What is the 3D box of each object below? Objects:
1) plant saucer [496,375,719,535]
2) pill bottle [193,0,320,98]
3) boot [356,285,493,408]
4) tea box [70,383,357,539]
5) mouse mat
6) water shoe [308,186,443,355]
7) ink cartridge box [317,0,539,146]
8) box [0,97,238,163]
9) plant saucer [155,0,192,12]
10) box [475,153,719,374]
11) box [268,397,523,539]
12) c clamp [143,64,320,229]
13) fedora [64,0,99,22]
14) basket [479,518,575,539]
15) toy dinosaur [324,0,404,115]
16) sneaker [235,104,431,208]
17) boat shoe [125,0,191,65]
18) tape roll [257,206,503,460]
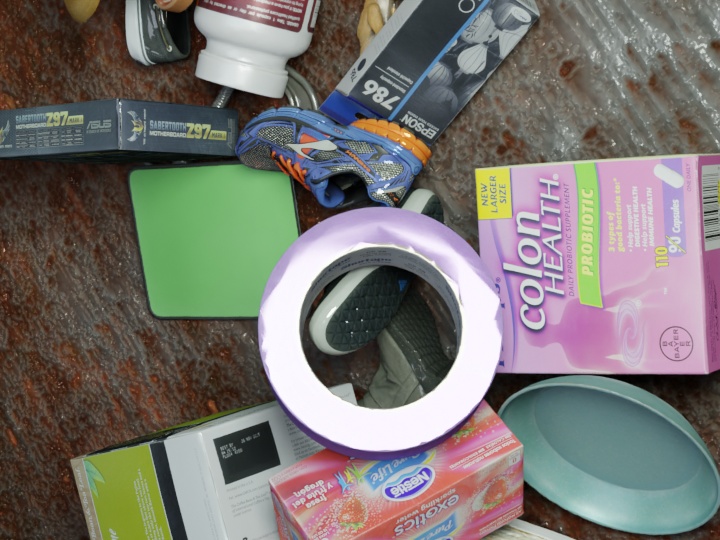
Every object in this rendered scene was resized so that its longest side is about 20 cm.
[{"bbox_3d":[0.213,0.149,1.374,0.199,0.036,0.201,20,144,15],"label":"plant saucer"},{"bbox_3d":[-0.089,-0.267,1.493,0.112,0.113,0.201,18,99,27],"label":"pill bottle"},{"bbox_3d":[0.023,0.101,1.512,0.131,0.068,0.201,-43,73,32],"label":"boot"},{"bbox_3d":[-0.123,0.201,1.507,0.196,0.199,0.135,-15,89,44],"label":"tea box"},{"bbox_3d":[-0.141,-0.028,1.607,0.199,0.008,0.162,-1,104,29],"label":"mouse mat"},{"bbox_3d":[0.000,0.000,1.453,0.079,0.200,0.072,13,135,33],"label":"water shoe"},{"bbox_3d":[0.058,-0.183,1.440,0.099,0.039,0.200,28,119,-24],"label":"ink cartridge box"},{"bbox_3d":[-0.240,-0.131,1.558,0.199,0.157,0.051,-1,91,40],"label":"box"},{"bbox_3d":[-0.145,-0.332,1.468,0.200,0.032,0.202,-170,90,-69],"label":"plant saucer"},{"bbox_3d":[0.208,-0.006,1.369,0.199,0.097,0.177,-1,94,30],"label":"box"},{"bbox_3d":[0.033,0.193,1.378,0.095,0.199,0.103,49,156,39],"label":"box"},{"bbox_3d":[-0.131,-0.134,1.590,0.171,0.027,0.200,48,116,17],"label":"c clamp"},{"bbox_3d":[-0.221,-0.325,1.497,0.200,0.081,0.202,-24,63,61],"label":"fedora"},{"bbox_3d":[0.109,0.299,1.449,0.199,0.123,0.137,16,103,28],"label":"basket"},{"bbox_3d":[0.015,-0.215,1.491,0.106,0.060,0.201,21,101,50],"label":"toy dinosaur"},{"bbox_3d":[-0.036,-0.098,1.478,0.199,0.075,0.079,8,66,34],"label":"sneaker"},{"bbox_3d":[-0.196,-0.302,1.589,0.056,0.069,0.201,5,104,25],"label":"boat shoe"},{"bbox_3d":[0.016,0.052,1.334,0.199,0.066,0.202,0,78,0],"label":"tape roll"}]
